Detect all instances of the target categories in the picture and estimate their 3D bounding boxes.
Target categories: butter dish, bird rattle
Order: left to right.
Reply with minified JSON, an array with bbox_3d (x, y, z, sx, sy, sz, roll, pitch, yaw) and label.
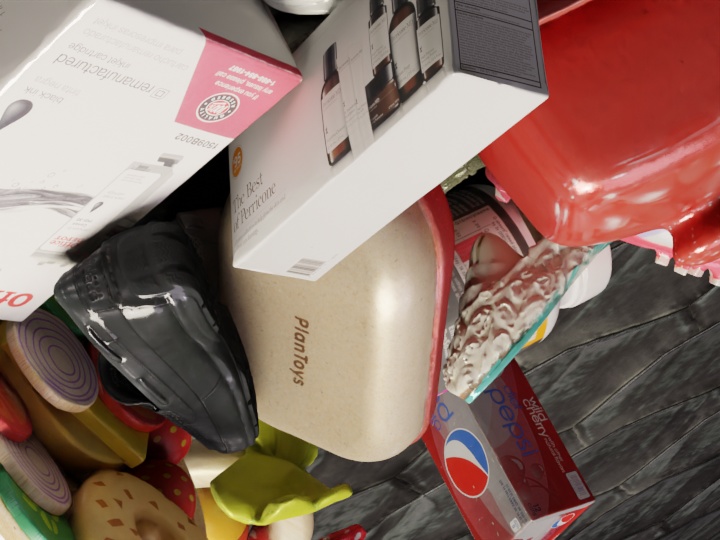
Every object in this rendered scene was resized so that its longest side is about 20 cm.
[{"bbox_3d":[-0.076,0.155,1.000,0.162,0.113,0.200,-3,139,0],"label":"bird rattle"},{"bbox_3d":[0.149,-0.072,0.807,0.199,0.148,0.200,-26,171,-3],"label":"butter dish"}]

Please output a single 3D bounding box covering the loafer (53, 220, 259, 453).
[{"bbox_3d":[-0.099,0.042,0.806,0.070,0.068,0.201,-17,150,1],"label":"loafer"}]

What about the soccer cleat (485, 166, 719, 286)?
[{"bbox_3d":[0.166,-0.051,0.989,0.199,0.067,0.077,19,93,-25],"label":"soccer cleat"}]

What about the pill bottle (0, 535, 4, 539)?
[{"bbox_3d":[-0.207,0.115,0.858,0.111,0.201,0.111,-23,155,-11],"label":"pill bottle"}]

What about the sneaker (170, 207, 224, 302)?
[{"bbox_3d":[-0.135,0.031,0.946,0.082,0.075,0.200,14,122,-48],"label":"sneaker"}]

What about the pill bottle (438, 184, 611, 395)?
[{"bbox_3d":[0.057,0.013,1.033,0.199,0.117,0.117,-25,157,-20],"label":"pill bottle"}]

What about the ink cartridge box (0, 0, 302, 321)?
[{"bbox_3d":[-0.149,-0.069,0.701,0.200,0.083,0.146,-39,155,22],"label":"ink cartridge box"}]

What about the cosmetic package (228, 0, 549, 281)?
[{"bbox_3d":[0.003,-0.072,0.704,0.050,0.083,0.200,11,152,-27],"label":"cosmetic package"}]

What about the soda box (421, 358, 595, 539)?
[{"bbox_3d":[0.084,0.103,1.142,0.063,0.201,0.070,-10,151,-34],"label":"soda box"}]

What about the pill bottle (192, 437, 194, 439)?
[{"bbox_3d":[-0.122,0.137,1.099,0.112,0.113,0.200,-13,152,-30],"label":"pill bottle"}]

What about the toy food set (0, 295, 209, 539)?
[{"bbox_3d":[-0.140,0.089,0.813,0.049,0.200,0.198,-35,116,17],"label":"toy food set"}]

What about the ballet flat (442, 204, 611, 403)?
[{"bbox_3d":[0.103,-0.011,0.903,0.200,0.072,0.072,-45,160,-16],"label":"ballet flat"}]

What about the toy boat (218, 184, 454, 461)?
[{"bbox_3d":[0.000,0.000,0.888,0.131,0.130,0.201,-51,155,-42],"label":"toy boat"}]

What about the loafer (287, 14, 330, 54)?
[{"bbox_3d":[0.042,-0.145,0.795,0.199,0.063,0.072,-24,175,-2],"label":"loafer"}]

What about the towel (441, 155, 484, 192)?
[{"bbox_3d":[0.050,-0.091,0.925,0.200,0.037,0.148,-33,156,11],"label":"towel"}]

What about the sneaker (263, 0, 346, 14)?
[{"bbox_3d":[0.028,-0.189,0.694,0.199,0.075,0.100,-30,132,13],"label":"sneaker"}]
